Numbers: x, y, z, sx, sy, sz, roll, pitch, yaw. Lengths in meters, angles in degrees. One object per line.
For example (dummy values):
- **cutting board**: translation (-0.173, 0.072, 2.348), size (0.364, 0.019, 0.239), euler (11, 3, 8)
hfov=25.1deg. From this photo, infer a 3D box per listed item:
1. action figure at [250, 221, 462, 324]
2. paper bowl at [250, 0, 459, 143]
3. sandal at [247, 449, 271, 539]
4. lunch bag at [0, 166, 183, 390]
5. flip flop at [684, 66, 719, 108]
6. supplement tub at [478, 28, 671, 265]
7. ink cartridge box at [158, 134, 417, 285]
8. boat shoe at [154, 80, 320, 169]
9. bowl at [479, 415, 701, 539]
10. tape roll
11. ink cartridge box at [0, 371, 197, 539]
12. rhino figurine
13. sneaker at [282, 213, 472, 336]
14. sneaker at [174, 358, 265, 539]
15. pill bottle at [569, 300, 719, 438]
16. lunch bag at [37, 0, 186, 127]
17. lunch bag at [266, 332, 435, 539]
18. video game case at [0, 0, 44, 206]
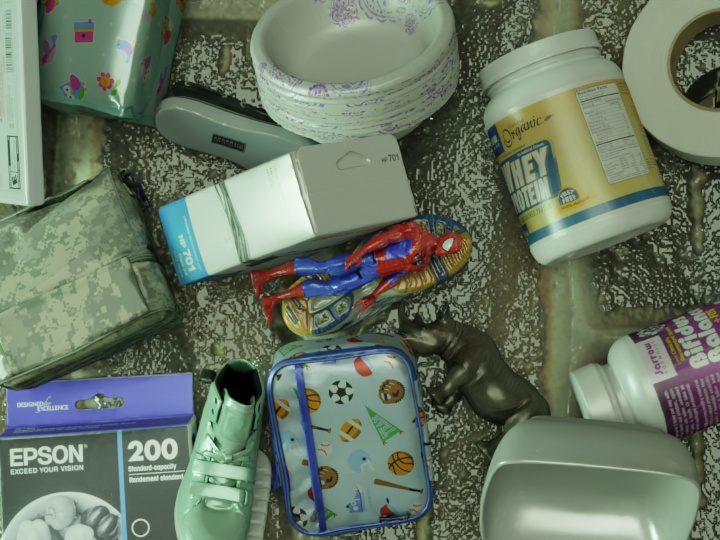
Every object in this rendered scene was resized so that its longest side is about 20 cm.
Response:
- **action figure**: translation (0.000, 0.000, 1.530), size (0.200, 0.065, 0.052), euler (-19, 41, 1)
- **paper bowl**: translation (-0.002, -0.197, 1.587), size (0.200, 0.104, 0.201), euler (-5, 42, 5)
- **sandal**: translation (-0.132, 0.266, 1.581), size (0.082, 0.050, 0.203), euler (19, 56, 5)
- **lunch bag**: translation (-0.288, 0.006, 1.591), size (0.200, 0.139, 0.168), euler (-24, 85, -1)
- **flip flop**: translation (0.424, -0.188, 1.622), size (0.200, 0.058, 0.081), euler (-22, 70, 16)
- **supplement tub**: translation (0.205, -0.119, 1.578), size (0.144, 0.145, 0.200), euler (-20, 84, 1)
- **ink cartridge box**: translation (-0.070, -0.057, 1.536), size (0.200, 0.146, 0.086), euler (-17, 87, 44)
- **boat shoe**: translation (-0.108, -0.139, 1.634), size (0.200, 0.069, 0.057), euler (21, 46, -8)
- **bowl**: translation (0.215, 0.206, 1.537), size (0.200, 0.200, 0.075), euler (4, 53, 3)
- **tape roll**: translation (0.360, -0.202, 1.600), size (0.202, 0.037, 0.203), euler (-6, 75, 21)
- **ink cartridge box**: translation (-0.261, 0.205, 1.620), size (0.198, 0.043, 0.200), euler (-4, 83, 2)
- **rhino figurine**: translation (0.107, 0.105, 1.604), size (0.087, 0.060, 0.200), euler (-41, 82, -9)
- **sneaker**: translation (0.016, 0.005, 1.603), size (0.200, 0.088, 0.075), euler (-23, 79, 2)
- **sneaker**: translation (-0.133, 0.180, 1.537), size (0.074, 0.118, 0.201), euler (7, 54, -6)
- **pill bottle**: translation (0.310, 0.103, 1.569), size (0.200, 0.112, 0.112), euler (-21, 84, 0)
- **lunch bag**: translation (-0.290, -0.245, 1.626), size (0.200, 0.122, 0.171), euler (14, 92, 15)
- **lunch bag**: translation (-0.014, 0.164, 1.573), size (0.160, 0.076, 0.200), euler (-7, 105, 0)
- **video game case**: translation (-0.366, -0.168, 1.589), size (0.023, 0.182, 0.200), euler (-8, 100, -40)
